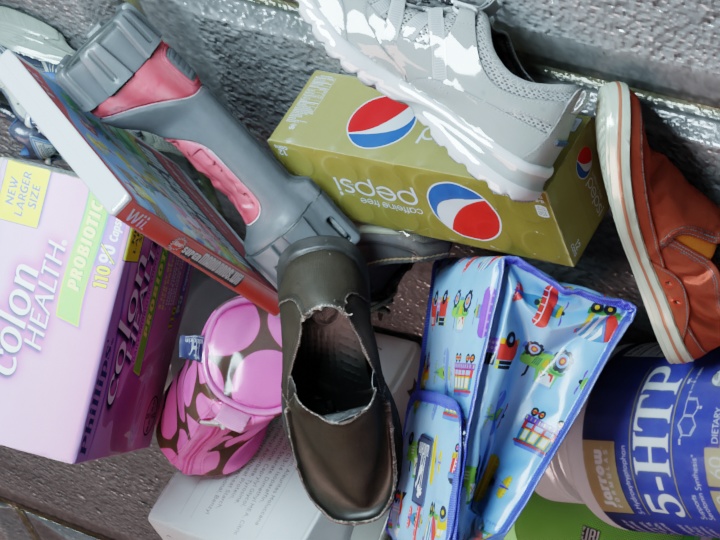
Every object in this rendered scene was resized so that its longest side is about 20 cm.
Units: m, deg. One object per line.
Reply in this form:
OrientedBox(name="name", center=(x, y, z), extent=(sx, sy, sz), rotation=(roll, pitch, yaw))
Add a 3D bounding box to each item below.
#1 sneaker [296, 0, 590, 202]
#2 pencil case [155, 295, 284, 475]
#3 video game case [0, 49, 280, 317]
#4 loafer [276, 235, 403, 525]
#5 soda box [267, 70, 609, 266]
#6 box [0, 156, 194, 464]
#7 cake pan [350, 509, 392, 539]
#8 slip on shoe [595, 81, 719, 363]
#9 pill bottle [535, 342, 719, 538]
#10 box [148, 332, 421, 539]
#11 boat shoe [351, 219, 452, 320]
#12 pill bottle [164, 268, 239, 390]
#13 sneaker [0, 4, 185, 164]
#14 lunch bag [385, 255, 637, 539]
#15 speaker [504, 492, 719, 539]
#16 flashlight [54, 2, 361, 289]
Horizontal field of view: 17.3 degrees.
OrientedBox(name="sneaker", center=(0.044, -0.128, 1.334), extent=(0.200, 0.082, 0.075), rotation=(40, -166, 10))
OrientedBox(name="pencil case", center=(-0.087, 0.082, 1.569), extent=(0.090, 0.094, 0.200), rotation=(16, 161, -6))
OrientedBox(name="video game case", center=(-0.129, -0.050, 1.437), extent=(0.143, 0.017, 0.200), rotation=(49, -172, 32))
OrientedBox(name="loafer", center=(-0.019, 0.079, 1.430), extent=(0.073, 0.071, 0.201), rotation=(-8, 120, 6))
OrientedBox(name="soda box", center=(0.048, -0.063, 1.422), extent=(0.199, 0.064, 0.068), rotation=(13, 146, 33))
OrientedBox(name="box", center=(-0.185, 0.026, 1.569), extent=(0.096, 0.177, 0.200), rotation=(14, -179, 10))
OrientedBox(name="cake pan", center=(0.056, 0.195, 1.686), extent=(0.037, 0.201, 0.201), rotation=(18, 150, 36))
OrientedBox(name="slip on shoe", center=(0.177, -0.030, 1.357), extent=(0.061, 0.074, 0.201), rotation=(-18, 127, 11))
OrientedBox(name="pill bottle", center=(0.198, 0.105, 1.480), extent=(0.199, 0.120, 0.120), rotation=(-2, 138, 46))
OrientedBox(name="box", center=(-0.022, 0.174, 1.727), extent=(0.130, 0.200, 0.199), rotation=(12, 146, 33))
OrientedBox(name="boat shoe", center=(0.000, 0.000, 1.539), extent=(0.200, 0.074, 0.074), rotation=(-8, 91, 60))
OrientedBox(name="pill bottle", center=(-0.197, 0.014, 1.739), extent=(0.199, 0.114, 0.114), rotation=(19, 150, 22))
OrientedBox(name="sneaker", center=(-0.188, -0.102, 1.574), extent=(0.199, 0.085, 0.077), rotation=(19, 150, 22))
OrientedBox(name="lunch bag", center=(0.074, 0.099, 1.456), extent=(0.094, 0.201, 0.151), rotation=(21, 174, -13))
OrientedBox(name="speaker", center=(0.176, 0.177, 1.583), extent=(0.199, 0.089, 0.089), rotation=(16, 149, 40))
OrientedBox(name="flashlight", center=(-0.094, -0.068, 1.427), extent=(0.200, 0.068, 0.068), rotation=(48, 155, -15))
